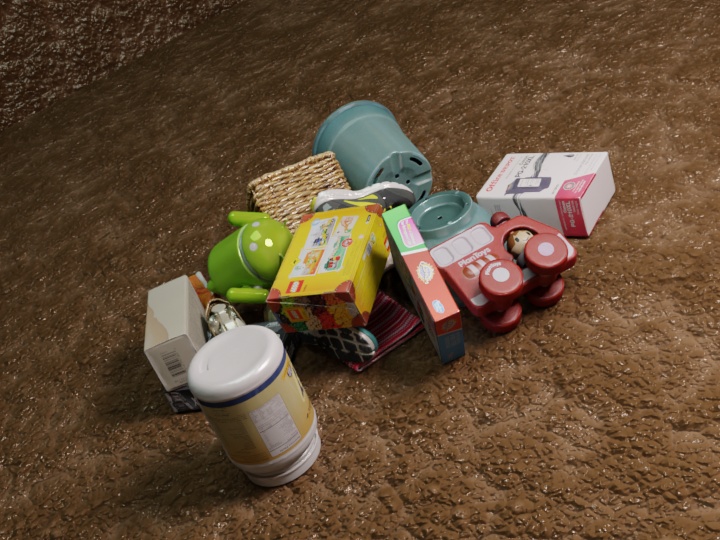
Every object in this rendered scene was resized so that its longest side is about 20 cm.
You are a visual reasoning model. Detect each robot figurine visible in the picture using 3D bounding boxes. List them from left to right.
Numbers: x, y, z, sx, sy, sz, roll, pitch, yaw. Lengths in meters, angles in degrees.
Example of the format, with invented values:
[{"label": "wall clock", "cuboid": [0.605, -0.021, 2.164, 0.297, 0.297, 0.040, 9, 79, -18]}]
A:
[{"label": "robot figurine", "cuboid": [-0.190, -0.019, 1.689, 0.199, 0.115, 0.177, -28, 52, 41]}]

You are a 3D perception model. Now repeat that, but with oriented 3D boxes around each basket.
[{"label": "basket", "cuboid": [-0.119, -0.115, 1.828, 0.199, 0.150, 0.143, -26, -4, -26]}]

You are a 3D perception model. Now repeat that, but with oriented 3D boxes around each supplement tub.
[{"label": "supplement tub", "cuboid": [-0.147, 0.195, 1.371, 0.143, 0.201, 0.145, -16, 32, 10]}]

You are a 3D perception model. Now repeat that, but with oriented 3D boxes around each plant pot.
[{"label": "plant pot", "cuboid": [0.034, -0.205, 1.890, 0.199, 0.201, 0.196, -29, 40, -11]}, {"label": "plant pot", "cuboid": [0.149, -0.048, 1.617, 0.199, 0.135, 0.201, -16, 32, 11]}]

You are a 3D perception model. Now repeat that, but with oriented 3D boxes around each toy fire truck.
[{"label": "toy fire truck", "cuboid": [0.223, -0.016, 1.487, 0.199, 0.113, 0.168, -29, 57, -12]}]

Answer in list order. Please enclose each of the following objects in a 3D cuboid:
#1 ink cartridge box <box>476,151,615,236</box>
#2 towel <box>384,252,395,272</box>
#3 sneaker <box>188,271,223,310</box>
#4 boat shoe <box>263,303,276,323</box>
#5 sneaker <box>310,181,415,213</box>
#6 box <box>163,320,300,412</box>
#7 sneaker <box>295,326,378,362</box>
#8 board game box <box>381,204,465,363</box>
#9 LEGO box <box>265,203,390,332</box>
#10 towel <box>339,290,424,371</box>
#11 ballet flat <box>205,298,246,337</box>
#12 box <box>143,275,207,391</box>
[{"label": "ink cartridge box", "cuboid": [0.324, -0.135, 1.681, 0.199, 0.085, 0.145, 3, 39, 36]}, {"label": "towel", "cuboid": [0.000, 0.000, 1.657, 0.132, 0.035, 0.200, -32, 6, -6]}, {"label": "sneaker", "cuboid": [-0.299, 0.063, 1.807, 0.077, 0.073, 0.200, -35, 23, -13]}, {"label": "boat shoe", "cuboid": [-0.107, 0.034, 1.724, 0.062, 0.074, 0.201, 3, 44, 24]}, {"label": "sneaker", "cuboid": [0.010, -0.103, 1.750, 0.198, 0.075, 0.085, -9, 59, -15]}, {"label": "box", "cuboid": [-0.212, 0.158, 1.615, 0.198, 0.050, 0.158, -10, 33, 21]}, {"label": "sneaker", "cuboid": [-0.036, 0.086, 1.559, 0.079, 0.078, 0.199, -32, 34, -27]}, {"label": "board game box", "cuboid": [0.096, 0.022, 1.453, 0.040, 0.153, 0.201, -23, 61, -3]}, {"label": "LEGO box", "cuboid": [-0.044, -0.005, 1.529, 0.148, 0.077, 0.201, -6, 43, 27]}, {"label": "towel", "cuboid": [0.002, 0.088, 1.613, 0.144, 0.023, 0.200, -33, 33, -15]}, {"label": "ballet flat", "cuboid": [-0.217, 0.102, 1.592, 0.070, 0.066, 0.200, -29, 31, -16]}, {"label": "box", "cuboid": [-0.311, 0.103, 1.629, 0.077, 0.096, 0.200, -22, 28, 2]}]
